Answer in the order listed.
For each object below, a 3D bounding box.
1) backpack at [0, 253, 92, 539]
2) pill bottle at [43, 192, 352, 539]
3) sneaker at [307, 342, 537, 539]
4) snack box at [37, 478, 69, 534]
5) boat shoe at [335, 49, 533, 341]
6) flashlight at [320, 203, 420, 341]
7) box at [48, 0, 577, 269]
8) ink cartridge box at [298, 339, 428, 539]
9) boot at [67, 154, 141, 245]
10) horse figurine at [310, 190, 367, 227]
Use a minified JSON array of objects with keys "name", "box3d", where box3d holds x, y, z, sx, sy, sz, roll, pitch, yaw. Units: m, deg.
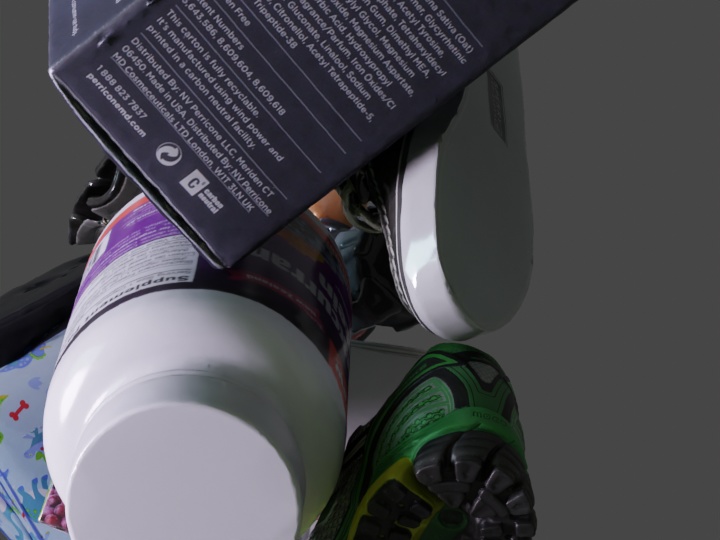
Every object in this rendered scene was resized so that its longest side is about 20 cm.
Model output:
[{"name":"backpack","box3d":[-0.167,0.109,1.606,0.154,0.163,0.200,10,125,67]},{"name":"pill bottle","box3d":[-0.059,0.046,0.989,0.200,0.111,0.112,-88,12,-68]},{"name":"sneaker","box3d":[0.015,0.109,0.998,0.085,0.078,0.200,-82,18,-47]},{"name":"snack box","box3d":[-0.114,0.064,1.325,0.200,0.053,0.143,149,139,-84]},{"name":"boat shoe","box3d":[0.025,-0.039,1.014,0.064,0.071,0.200,-23,34,21]},{"name":"flashlight","box3d":[0.000,0.000,1.175,0.200,0.068,0.068,155,108,-72]},{"name":"box","box3d":[-0.011,-0.120,0.981,0.200,0.104,0.148,-36,23,11]},{"name":"ink cartridge box","box3d":[-0.036,0.132,1.168,0.147,0.083,0.201,153,126,-77]},{"name":"boot","box3d":[-0.113,-0.018,1.565,0.200,0.130,0.068,122,156,-62]},{"name":"horse figurine","box3d":[-0.022,-0.068,1.352,0.133,0.050,0.201,146,138,-67]}]
